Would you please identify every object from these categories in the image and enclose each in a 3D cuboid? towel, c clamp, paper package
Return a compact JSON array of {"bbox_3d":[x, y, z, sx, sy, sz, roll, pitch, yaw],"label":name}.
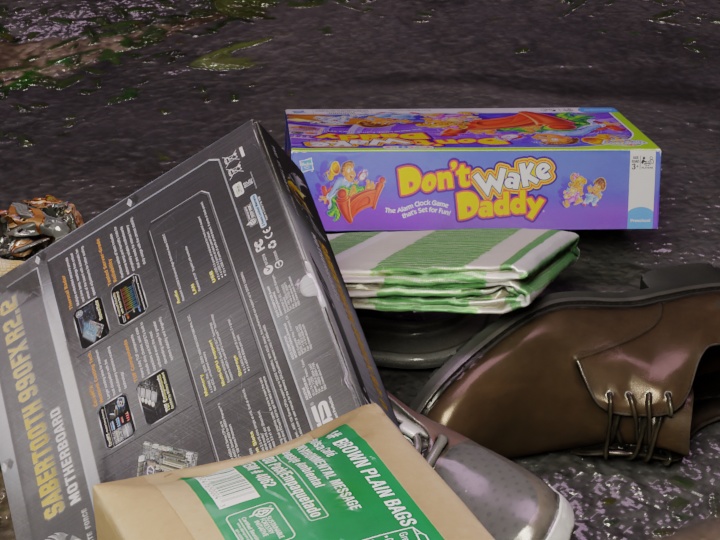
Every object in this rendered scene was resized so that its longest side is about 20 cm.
[{"bbox_3d":[0.000,0.000,0.937,0.198,0.024,0.152,-2,9,17],"label":"towel"},{"bbox_3d":[-0.010,-0.002,1.036,0.199,0.027,0.171,10,31,20],"label":"c clamp"},{"bbox_3d":[0.006,0.171,0.563,0.103,0.192,0.200,-13,30,-21],"label":"paper package"}]

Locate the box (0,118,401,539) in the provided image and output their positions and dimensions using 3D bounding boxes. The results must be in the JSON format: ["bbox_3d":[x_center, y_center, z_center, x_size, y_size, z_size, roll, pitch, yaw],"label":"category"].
[{"bbox_3d":[-0.073,0.055,0.787,0.158,0.048,0.201,-32,49,11],"label":"box"}]

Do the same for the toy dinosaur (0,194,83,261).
[{"bbox_3d":[-0.237,0.020,0.968,0.200,0.102,0.136,-40,12,9],"label":"toy dinosaur"}]

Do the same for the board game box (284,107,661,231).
[{"bbox_3d":[0.058,-0.059,1.074,0.198,0.045,0.135,-1,14,-4],"label":"board game box"}]

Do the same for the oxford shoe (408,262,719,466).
[{"bbox_3d":[0.113,0.055,0.888,0.199,0.073,0.085,-18,42,-21],"label":"oxford shoe"}]

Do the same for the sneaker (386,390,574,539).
[{"bbox_3d":[-0.004,0.082,0.813,0.199,0.082,0.077,14,56,35],"label":"sneaker"}]

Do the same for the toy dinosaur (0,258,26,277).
[{"bbox_3d":[-0.230,0.005,0.854,0.198,0.102,0.058,12,-12,1],"label":"toy dinosaur"}]
